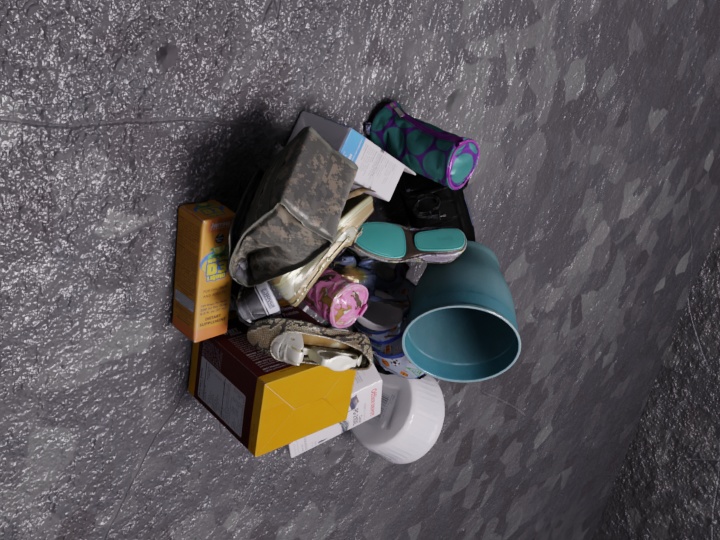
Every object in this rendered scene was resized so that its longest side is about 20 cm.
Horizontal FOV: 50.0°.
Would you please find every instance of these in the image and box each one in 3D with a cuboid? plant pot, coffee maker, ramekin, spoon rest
[{"bbox_3d":[0.175,0.058,1.347,0.202,0.197,0.190,74,17,-44],"label":"plant pot"},{"bbox_3d":[0.131,-0.110,1.405,0.201,0.133,0.194,65,37,-48],"label":"coffee maker"},{"bbox_3d":[0.066,0.287,1.593,0.097,0.200,0.202,31,91,-44],"label":"ramekin"},{"bbox_3d":[-0.017,0.066,1.386,0.197,0.100,0.061,2,131,-18],"label":"spoon rest"}]

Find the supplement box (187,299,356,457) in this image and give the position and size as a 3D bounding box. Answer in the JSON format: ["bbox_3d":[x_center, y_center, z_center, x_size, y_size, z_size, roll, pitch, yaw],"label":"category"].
[{"bbox_3d":[-0.144,0.165,1.263,0.196,0.199,0.135,-13,124,-42],"label":"supplement box"}]

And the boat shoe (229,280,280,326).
[{"bbox_3d":[-0.166,0.053,1.213,0.067,0.199,0.074,-26,97,-6],"label":"boat shoe"}]

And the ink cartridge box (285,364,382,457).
[{"bbox_3d":[-0.062,0.247,1.444,0.198,0.085,0.146,-24,149,-16],"label":"ink cartridge box"}]

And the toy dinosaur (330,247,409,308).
[{"bbox_3d":[0.000,0.000,1.361,0.181,0.198,0.107,15,84,-59],"label":"toy dinosaur"}]

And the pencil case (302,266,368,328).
[{"bbox_3d":[-0.078,0.016,1.234,0.086,0.199,0.084,-28,135,-34],"label":"pencil case"}]

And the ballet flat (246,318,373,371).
[{"bbox_3d":[-0.070,0.116,1.154,0.197,0.076,0.069,11,116,-20],"label":"ballet flat"}]

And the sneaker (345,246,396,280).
[{"bbox_3d":[0.011,-0.024,1.413,0.080,0.074,0.200,-53,143,3],"label":"sneaker"}]

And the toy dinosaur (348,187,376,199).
[{"bbox_3d":[-0.039,-0.106,1.266,0.200,0.100,0.059,124,-13,-52],"label":"toy dinosaur"}]

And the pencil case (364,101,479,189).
[{"bbox_3d":[0.102,-0.210,1.279,0.085,0.199,0.093,-31,137,-29],"label":"pencil case"}]

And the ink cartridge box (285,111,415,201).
[{"bbox_3d":[-0.011,-0.174,1.244,0.199,0.115,0.067,25,91,-52],"label":"ink cartridge box"}]

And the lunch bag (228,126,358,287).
[{"bbox_3d":[-0.114,-0.082,1.115,0.117,0.199,0.165,36,47,-21],"label":"lunch bag"}]

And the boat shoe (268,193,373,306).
[{"bbox_3d":[-0.049,-0.035,1.164,0.201,0.073,0.063,-45,111,-13],"label":"boat shoe"}]

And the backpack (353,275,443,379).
[{"bbox_3d":[0.091,0.112,1.498,0.201,0.190,0.154,-50,128,-10],"label":"backpack"}]

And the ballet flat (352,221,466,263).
[{"bbox_3d":[0.076,-0.039,1.288,0.197,0.072,0.073,2,120,-8],"label":"ballet flat"}]

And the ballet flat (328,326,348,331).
[{"bbox_3d":[-0.047,0.146,1.478,0.069,0.067,0.200,-59,154,-15],"label":"ballet flat"}]

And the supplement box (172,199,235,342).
[{"bbox_3d":[-0.235,0.001,1.159,0.066,0.068,0.203,-16,123,-42],"label":"supplement box"}]
